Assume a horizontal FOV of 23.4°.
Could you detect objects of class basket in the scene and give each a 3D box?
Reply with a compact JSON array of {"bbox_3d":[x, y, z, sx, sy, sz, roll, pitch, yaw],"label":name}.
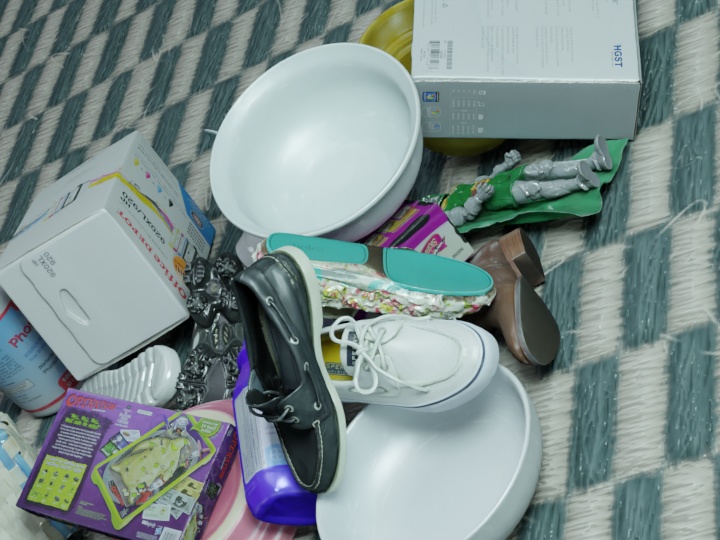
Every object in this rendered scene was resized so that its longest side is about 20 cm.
[{"bbox_3d":[-0.379,0.248,1.649,0.200,0.177,0.139,-36,17,-13],"label":"basket"}]

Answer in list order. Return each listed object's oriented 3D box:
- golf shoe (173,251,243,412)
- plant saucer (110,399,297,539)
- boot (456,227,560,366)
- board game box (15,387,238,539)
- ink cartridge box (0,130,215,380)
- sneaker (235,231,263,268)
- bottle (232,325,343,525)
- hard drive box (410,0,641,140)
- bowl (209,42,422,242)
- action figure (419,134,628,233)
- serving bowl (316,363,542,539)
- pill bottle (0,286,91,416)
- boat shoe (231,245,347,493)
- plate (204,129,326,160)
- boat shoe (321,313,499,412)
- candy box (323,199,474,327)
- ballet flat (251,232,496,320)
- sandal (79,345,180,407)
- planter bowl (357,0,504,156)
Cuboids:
[{"bbox_3d":[-0.128,0.087,1.650,0.078,0.095,0.201,1,73,10],"label":"golf shoe"},{"bbox_3d":[-0.143,0.200,1.515,0.200,0.051,0.201,-18,53,26],"label":"plant saucer"},{"bbox_3d":[0.065,0.063,1.468,0.200,0.064,0.187,-29,24,17],"label":"boot"},{"bbox_3d":[-0.204,0.175,1.520,0.200,0.032,0.120,9,71,37],"label":"board game box"},{"bbox_3d":[-0.257,-0.017,1.776,0.144,0.147,0.200,-30,21,17],"label":"ink cartridge box"},{"bbox_3d":[-0.072,-0.061,1.711,0.085,0.073,0.200,-49,18,17],"label":"sneaker"},{"bbox_3d":[-0.066,0.116,1.473,0.065,0.083,0.200,-53,37,44],"label":"bottle"},{"bbox_3d":[0.146,-0.197,1.556,0.199,0.077,0.156,1,50,4],"label":"hard drive box"},{"bbox_3d":[-0.024,-0.093,1.515,0.201,0.090,0.202,-14,56,21],"label":"bowl"},{"bbox_3d":[0.131,-0.070,1.542,0.200,0.055,0.118,-15,24,40],"label":"action figure"},{"bbox_3d":[0.064,0.166,1.358,0.200,0.066,0.200,-28,37,24],"label":"serving bowl"},{"bbox_3d":[-0.374,0.057,1.812,0.109,0.200,0.109,-27,38,23],"label":"pill bottle"},{"bbox_3d":[-0.061,0.085,1.350,0.066,0.200,0.074,-18,20,-40],"label":"boat shoe"},{"bbox_3d":[-0.056,-0.101,1.677,0.200,0.200,0.026,16,93,52],"label":"plate"},{"bbox_3d":[0.009,0.065,1.370,0.202,0.086,0.075,-1,73,43],"label":"boat shoe"},{"bbox_3d":[0.000,0.000,1.551,0.136,0.061,0.200,-43,18,-12],"label":"candy box"},{"bbox_3d":[0.008,0.014,1.415,0.199,0.064,0.076,11,34,-1],"label":"ballet flat"},{"bbox_3d":[-0.224,0.134,1.709,0.202,0.050,0.083,-27,55,50],"label":"sandal"},{"bbox_3d":[0.095,-0.168,1.638,0.200,0.084,0.201,-1,50,2],"label":"planter bowl"}]
